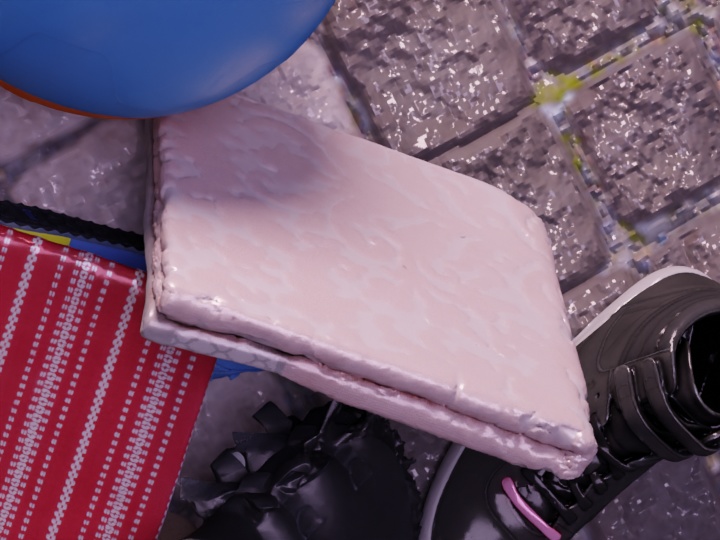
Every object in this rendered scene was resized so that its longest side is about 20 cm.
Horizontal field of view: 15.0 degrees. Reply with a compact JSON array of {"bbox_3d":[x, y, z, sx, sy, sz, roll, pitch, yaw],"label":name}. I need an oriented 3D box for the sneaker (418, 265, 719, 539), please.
[{"bbox_3d":[0.106,0.075,1.215,0.200,0.099,0.071,-45,103,-11],"label":"sneaker"}]

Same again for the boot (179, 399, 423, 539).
[{"bbox_3d":[-0.030,0.164,1.164,0.162,0.073,0.199,-42,127,-49],"label":"boot"}]

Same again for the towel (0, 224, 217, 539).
[{"bbox_3d":[-0.167,0.046,1.131,0.199,0.022,0.145,18,106,-5],"label":"towel"}]

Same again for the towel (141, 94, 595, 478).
[{"bbox_3d":[0.000,0.000,1.138,0.190,0.200,0.032,19,117,-14],"label":"towel"}]

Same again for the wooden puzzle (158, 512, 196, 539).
[{"bbox_3d":[-0.129,0.221,1.161,0.184,0.037,0.201,-16,90,-32],"label":"wooden puzzle"}]

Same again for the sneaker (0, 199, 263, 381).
[{"bbox_3d":[-0.092,0.026,1.178,0.199,0.066,0.079,12,97,-15],"label":"sneaker"}]

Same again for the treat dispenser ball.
[{"bbox_3d":[-0.095,-0.161,1.104,0.200,0.201,0.202,0,89,-17],"label":"treat dispenser ball"}]
